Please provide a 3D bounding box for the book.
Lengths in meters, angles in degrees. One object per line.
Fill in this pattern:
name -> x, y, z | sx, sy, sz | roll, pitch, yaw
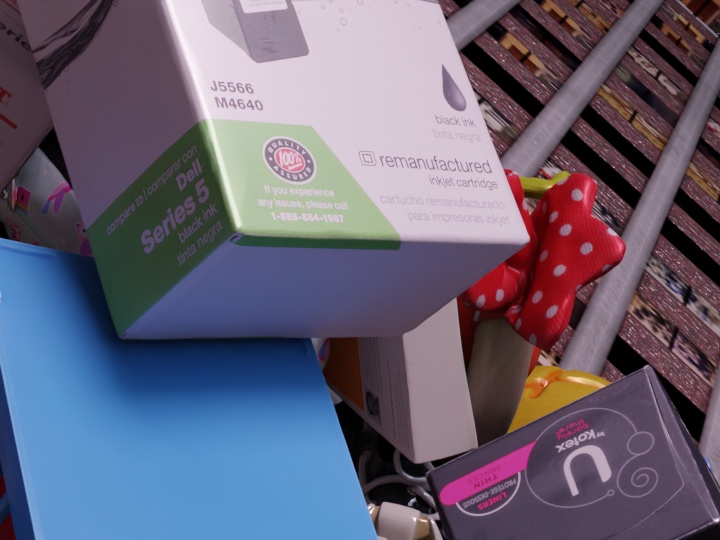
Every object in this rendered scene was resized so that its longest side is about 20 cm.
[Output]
book -> 0.000, 0.000, 0.985 | 0.048, 0.134, 0.200 | -12, 19, -14

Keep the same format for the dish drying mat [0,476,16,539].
dish drying mat -> -0.151, 0.100, 0.794 | 0.200, 0.018, 0.077 | 16, 34, -48

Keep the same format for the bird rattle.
bird rattle -> 0.073, 0.013, 0.987 | 0.112, 0.163, 0.200 | 3, 19, -15

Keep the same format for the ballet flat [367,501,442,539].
ballet flat -> 0.006, 0.139, 0.813 | 0.069, 0.071, 0.200 | 6, 13, 10

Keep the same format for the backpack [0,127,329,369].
backpack -> -0.086, -0.017, 0.955 | 0.167, 0.127, 0.200 | -16, 46, -29

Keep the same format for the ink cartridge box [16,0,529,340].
ink cartridge box -> -0.042, -0.080, 0.748 | 0.145, 0.084, 0.200 | 0, 62, -42

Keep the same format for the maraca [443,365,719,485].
maraca -> 0.118, 0.107, 1.056 | 0.137, 0.107, 0.200 | 16, -8, -32

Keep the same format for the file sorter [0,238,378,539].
file sorter -> -0.083, 0.110, 0.703 | 0.139, 0.123, 0.200 | 12, 41, -33

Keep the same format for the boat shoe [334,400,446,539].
boat shoe -> 0.024, 0.123, 0.979 | 0.074, 0.068, 0.199 | 33, 23, -22

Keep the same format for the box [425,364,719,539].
box -> 0.133, 0.161, 0.933 | 0.200, 0.122, 0.106 | 56, 11, -40

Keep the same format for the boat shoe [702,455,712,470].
boat shoe -> 0.175, 0.132, 1.200 | 0.200, 0.084, 0.069 | 42, 33, -6

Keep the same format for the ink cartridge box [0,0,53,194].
ink cartridge box -> -0.190, -0.073, 0.802 | 0.117, 0.200, 0.067 | 38, 22, -10
